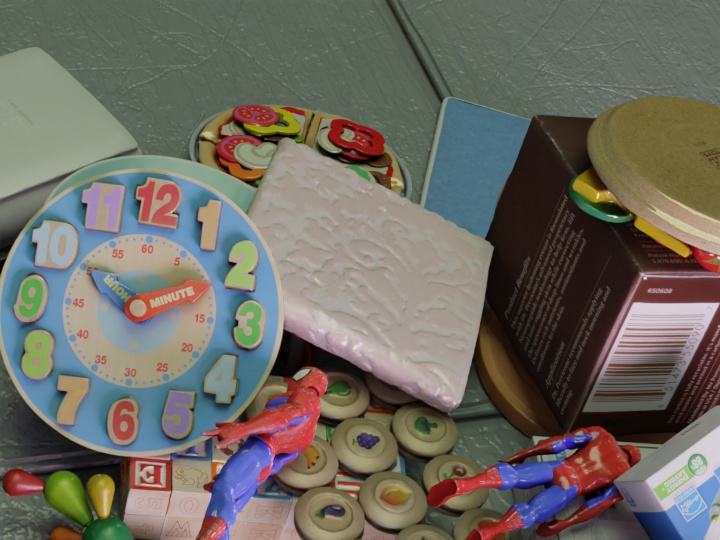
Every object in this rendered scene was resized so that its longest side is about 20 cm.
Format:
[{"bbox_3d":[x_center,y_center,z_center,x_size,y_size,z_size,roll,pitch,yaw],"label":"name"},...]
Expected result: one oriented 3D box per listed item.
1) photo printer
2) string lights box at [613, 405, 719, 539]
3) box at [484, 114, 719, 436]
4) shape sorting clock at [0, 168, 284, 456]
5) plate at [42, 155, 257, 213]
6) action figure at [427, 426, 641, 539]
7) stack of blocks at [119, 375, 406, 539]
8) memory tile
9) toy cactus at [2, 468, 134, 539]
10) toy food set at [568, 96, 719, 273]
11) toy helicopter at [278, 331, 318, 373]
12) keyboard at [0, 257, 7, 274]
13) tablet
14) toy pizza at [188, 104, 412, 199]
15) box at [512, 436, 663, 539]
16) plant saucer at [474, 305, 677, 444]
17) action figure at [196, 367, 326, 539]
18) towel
[{"bbox_3d":[-0.305,-0.096,1.382,0.200,0.070,0.166,-25,57,-36],"label":"photo printer"},{"bbox_3d":[0.278,0.203,1.179,0.103,0.059,0.200,-33,91,-17],"label":"string lights box"},{"bbox_3d":[0.215,0.003,1.312,0.164,0.166,0.200,0,40,-24],"label":"box"},{"bbox_3d":[-0.153,0.028,1.162,0.200,0.039,0.200,0,82,0],"label":"shape sorting clock"},{"bbox_3d":[-0.142,-0.014,1.264,0.200,0.026,0.200,12,40,-10],"label":"plate"},{"bbox_3d":[0.132,0.151,1.181,0.200,0.052,0.065,-12,64,-40],"label":"action figure"},{"bbox_3d":[-0.072,0.137,1.221,0.200,0.059,0.115,5,45,-13],"label":"stack of blocks"},{"bbox_3d":[0.013,0.143,1.187,0.153,0.017,0.200,-11,51,-26],"label":"memory tile"},{"bbox_3d":[-0.161,0.210,1.107,0.165,0.102,0.200,7,34,-25],"label":"toy cactus"},{"bbox_3d":[0.254,-0.064,1.234,0.198,0.049,0.200,34,38,19],"label":"toy food set"},{"bbox_3d":[-0.077,0.030,1.321,0.132,0.079,0.200,27,39,10],"label":"toy helicopter"},{"bbox_3d":[-0.237,0.012,1.329,0.200,0.040,0.104,-28,36,-36],"label":"keyboard"},{"bbox_3d":[0.125,-0.082,1.543,0.130,0.014,0.200,16,44,-2],"label":"tablet"},{"bbox_3d":[-0.050,-0.099,1.471,0.200,0.032,0.200,11,34,-7],"label":"toy pizza"},{"bbox_3d":[0.223,0.190,1.258,0.200,0.060,0.117,6,44,-12],"label":"box"},{"bbox_3d":[0.194,0.075,1.390,0.200,0.032,0.200,9,44,-8],"label":"plant saucer"},{"bbox_3d":[-0.077,0.130,1.109,0.052,0.065,0.200,27,46,16],"label":"action figure"},{"bbox_3d":[0.000,0.000,1.275,0.200,0.032,0.191,27,38,-8],"label":"towel"}]
